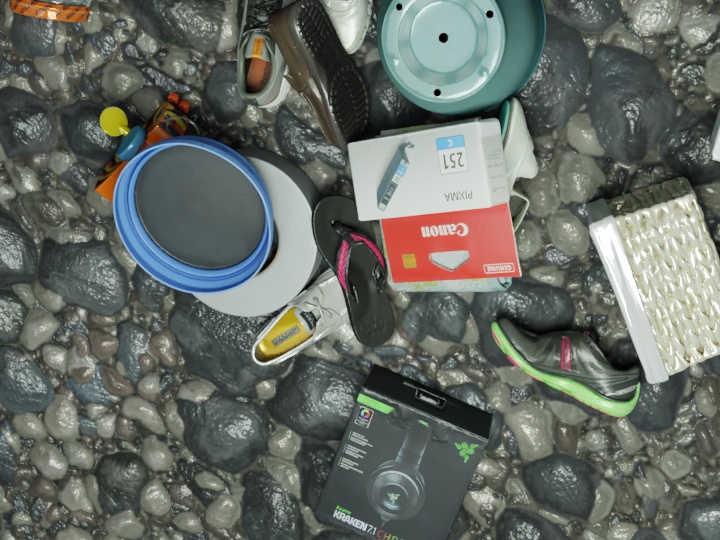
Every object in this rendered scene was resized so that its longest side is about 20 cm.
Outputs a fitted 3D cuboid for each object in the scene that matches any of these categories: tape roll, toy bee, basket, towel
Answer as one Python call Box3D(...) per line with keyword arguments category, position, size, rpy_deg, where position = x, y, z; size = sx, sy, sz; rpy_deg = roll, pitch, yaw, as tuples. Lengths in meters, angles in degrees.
Box3D(category="tape roll", position=(-0.142, -0.049, 1.486), size=(0.197, 0.066, 0.204), rpy_deg=(3, 105, 11))
Box3D(category="toy bee", position=(-0.248, -0.161, 1.476), size=(0.197, 0.110, 0.132), rpy_deg=(-10, 133, 27))
Box3D(category="basket", position=(0.350, 0.004, 1.359), size=(0.122, 0.136, 0.203), rpy_deg=(-21, 99, 14))
Box3D(category="towel", position=(0.094, -0.074, 1.406), size=(0.169, 0.048, 0.204), rpy_deg=(0, 102, 43))

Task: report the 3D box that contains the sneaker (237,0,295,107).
Box3D(category="sneaker", position=(-0.109, -0.293, 1.412), size=(0.073, 0.079, 0.204), rpy_deg=(9, 104, 11))

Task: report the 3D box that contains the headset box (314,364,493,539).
Box3D(category="headset box", position=(0.058, 0.240, 1.501), size=(0.172, 0.093, 0.203), rpy_deg=(23, 107, 5))

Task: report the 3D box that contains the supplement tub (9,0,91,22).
Box3D(category="supplement tub", position=(-0.362, -0.406, 1.415), size=(0.120, 0.123, 0.203), rpy_deg=(11, 106, 9))

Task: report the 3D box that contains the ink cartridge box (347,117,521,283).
Box3D(category="ink cartridge box", position=(0.082, -0.072, 1.356), size=(0.198, 0.044, 0.179), rpy_deg=(-4, 99, 43))

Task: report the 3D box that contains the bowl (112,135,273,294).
Box3D(category="bowl", position=(-0.196, -0.067, 1.413), size=(0.197, 0.040, 0.203), rpy_deg=(6, 122, 10))

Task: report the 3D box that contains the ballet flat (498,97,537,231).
Box3D(category="ballet flat", position=(0.175, -0.105, 1.410), size=(0.068, 0.070, 0.203), rpy_deg=(18, 114, 7))

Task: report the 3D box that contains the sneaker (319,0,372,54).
Box3D(category="sneaker", position=(-0.024, -0.353, 1.379), size=(0.074, 0.081, 0.204), rpy_deg=(4, 106, 9))

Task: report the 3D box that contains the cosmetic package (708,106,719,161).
Box3D(category="cosmetic package", position=(0.466, -0.213, 1.308), size=(0.111, 0.081, 0.203), rpy_deg=(14, 107, 10))

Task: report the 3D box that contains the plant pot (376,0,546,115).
Box3D(category="plant pot", position=(0.104, -0.265, 1.316), size=(0.196, 0.188, 0.204), rpy_deg=(3, 104, 11))

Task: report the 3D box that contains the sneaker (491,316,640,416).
Box3D(category="sneaker", position=(0.251, 0.103, 1.446), size=(0.198, 0.077, 0.085), rpy_deg=(26, 90, 1))

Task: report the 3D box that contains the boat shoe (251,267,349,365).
Box3D(category="boat shoe", position=(-0.058, 0.054, 1.490), size=(0.199, 0.070, 0.071), rpy_deg=(-34, 96, 14))

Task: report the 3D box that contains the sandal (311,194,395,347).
Box3D(category="sandal", position=(0.000, 0.000, 1.441), size=(0.074, 0.045, 0.203), rpy_deg=(-25, 106, -15))

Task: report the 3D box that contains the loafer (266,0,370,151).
Box3D(category="loafer", position=(-0.049, -0.233, 1.404), size=(0.070, 0.073, 0.202), rpy_deg=(10, 135, 41))
